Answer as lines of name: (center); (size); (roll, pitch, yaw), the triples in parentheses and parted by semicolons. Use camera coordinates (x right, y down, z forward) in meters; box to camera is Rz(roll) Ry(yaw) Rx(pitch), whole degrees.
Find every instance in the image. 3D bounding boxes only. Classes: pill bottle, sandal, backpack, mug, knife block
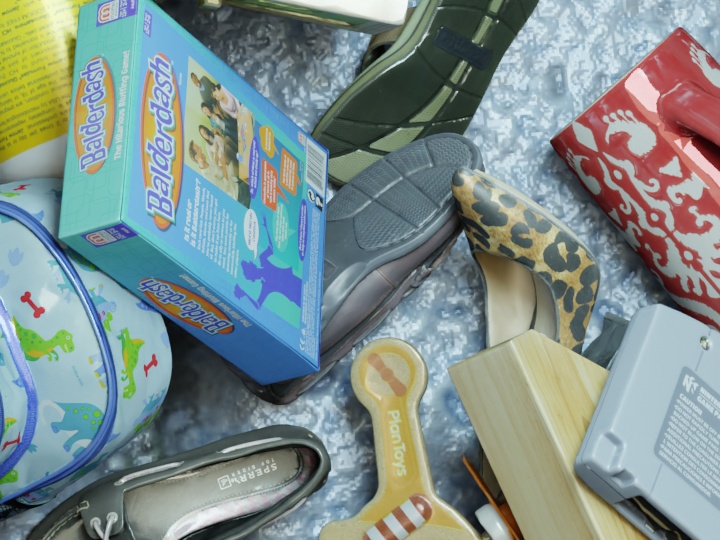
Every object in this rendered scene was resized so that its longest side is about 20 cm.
pill bottle: (-0.177, -0.114, 1.677); (0.112, 0.112, 0.200); (-21, 89, -12)
sandal: (0.043, -0.132, 1.745); (0.080, 0.057, 0.201); (35, 95, -30)
backpack: (-0.218, 0.051, 1.597); (0.200, 0.147, 0.183); (-24, 90, 24)
mug: (0.231, -0.050, 1.726); (0.200, 0.178, 0.133); (49, 45, 1)
knife block: (0.132, 0.151, 1.647); (0.200, 0.064, 0.176); (29, 57, -26)

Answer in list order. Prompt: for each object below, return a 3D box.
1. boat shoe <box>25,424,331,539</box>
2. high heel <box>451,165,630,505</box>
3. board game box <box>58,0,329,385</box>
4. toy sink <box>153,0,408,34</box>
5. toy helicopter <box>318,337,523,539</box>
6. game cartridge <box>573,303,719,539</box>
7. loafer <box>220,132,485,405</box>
boat shoe: (-0.111, 0.141, 1.695); (0.200, 0.057, 0.067); (-23, 89, -12)
high heel: (0.083, 0.042, 1.701); (0.143, 0.071, 0.200); (-53, 127, -15)
board game box: (-0.090, -0.045, 1.624); (0.045, 0.200, 0.152); (-15, 56, 28)
toy sink: (-0.071, -0.202, 1.634); (0.200, 0.130, 0.112); (11, 91, -8)
toy helicopter: (0.038, 0.137, 1.695); (0.132, 0.079, 0.200); (-9, 85, 8)
game cartridge: (0.215, 0.117, 1.661); (0.200, 0.040, 0.133); (41, 56, -21)
loafer: (0.000, 0.000, 1.727); (0.200, 0.063, 0.072); (-43, 52, -7)
